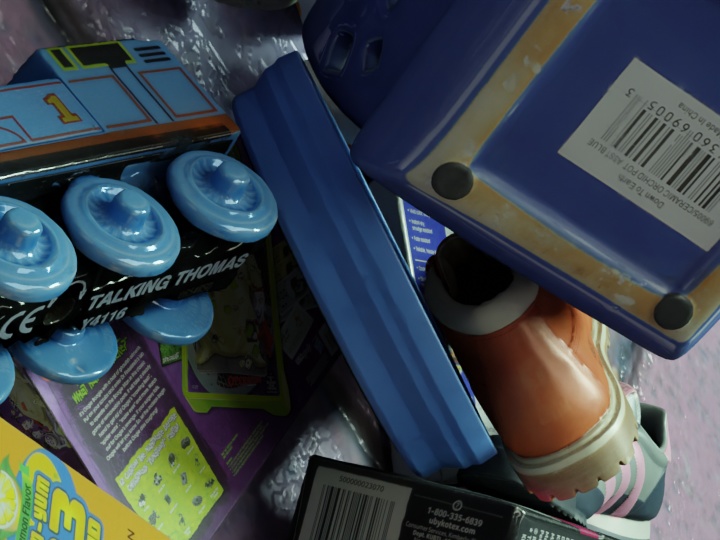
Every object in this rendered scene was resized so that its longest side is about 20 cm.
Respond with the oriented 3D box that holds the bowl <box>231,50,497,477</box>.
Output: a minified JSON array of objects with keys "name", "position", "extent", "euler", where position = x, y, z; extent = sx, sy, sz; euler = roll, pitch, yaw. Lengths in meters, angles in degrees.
[{"name":"bowl","position":[0.000,0.000,0.757],"extent":[0.201,0.039,0.201],"euler":[64,2,-4]}]

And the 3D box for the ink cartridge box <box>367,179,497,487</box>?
[{"name":"ink cartridge box","position":[0.041,0.016,0.910],"extent":[0.095,0.037,0.201],"euler":[9,72,-56]}]

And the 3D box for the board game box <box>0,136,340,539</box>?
[{"name":"board game box","position":[-0.075,0.035,0.734],"extent":[0.120,0.032,0.200],"euler":[66,33,-20]}]

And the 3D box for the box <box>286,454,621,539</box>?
[{"name":"box","position":[0.065,0.163,0.780],"extent":[0.200,0.122,0.107],"euler":[26,77,-50]}]

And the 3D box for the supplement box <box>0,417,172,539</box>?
[{"name":"supplement box","position":[-0.115,0.112,0.587],"extent":[0.200,0.069,0.067],"euler":[43,34,-43]}]

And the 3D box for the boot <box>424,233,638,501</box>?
[{"name":"boot","position":[0.068,0.015,0.799],"extent":[0.107,0.075,0.200],"euler":[57,5,-20]}]

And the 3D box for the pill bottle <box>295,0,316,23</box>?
[{"name":"pill bottle","position":[-0.008,-0.232,0.871],"extent":[0.112,0.112,0.201],"euler":[-25,98,-57]}]

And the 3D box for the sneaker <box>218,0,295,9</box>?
[{"name":"sneaker","position":[-0.084,-0.211,0.760],"extent":[0.200,0.077,0.112],"euler":[35,62,-36]}]

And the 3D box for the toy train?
[{"name":"toy train","position":[-0.119,-0.021,0.624],"extent":[0.114,0.087,0.200],"euler":[47,35,19]}]

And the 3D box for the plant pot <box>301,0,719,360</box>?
[{"name":"plant pot","position":[0.107,-0.092,0.706],"extent":[0.200,0.200,0.180],"euler":[31,23,-19]}]

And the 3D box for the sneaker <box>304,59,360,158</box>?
[{"name":"sneaker","position":[0.059,-0.110,0.842],"extent":[0.200,0.108,0.067],"euler":[3,51,-13]}]

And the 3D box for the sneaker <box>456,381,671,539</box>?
[{"name":"sneaker","position":[0.110,0.091,0.880],"extent":[0.200,0.070,0.082],"euler":[28,79,-63]}]
